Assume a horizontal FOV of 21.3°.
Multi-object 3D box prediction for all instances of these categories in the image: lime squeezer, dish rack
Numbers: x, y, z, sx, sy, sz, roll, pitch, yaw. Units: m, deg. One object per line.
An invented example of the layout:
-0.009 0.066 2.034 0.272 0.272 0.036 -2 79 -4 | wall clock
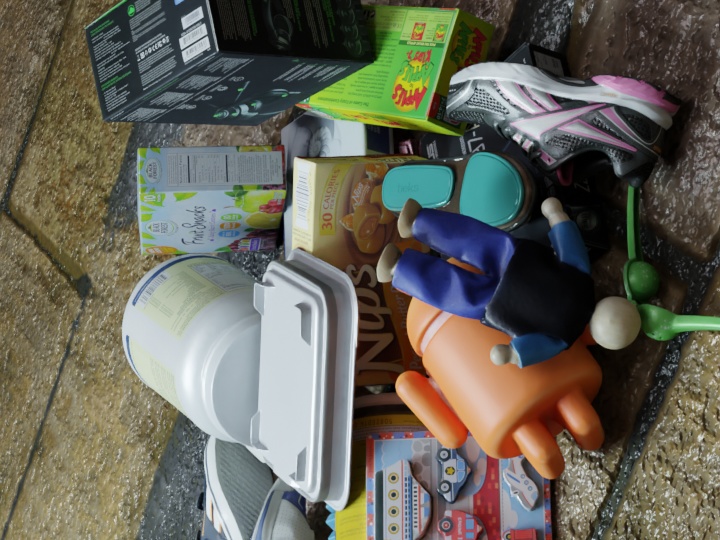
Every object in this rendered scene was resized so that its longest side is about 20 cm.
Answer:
0.228 0.008 1.454 0.071 0.038 0.200 -60 36 24 | lime squeezer
-0.053 0.091 1.617 0.172 0.043 0.201 -154 63 -64 | dish rack

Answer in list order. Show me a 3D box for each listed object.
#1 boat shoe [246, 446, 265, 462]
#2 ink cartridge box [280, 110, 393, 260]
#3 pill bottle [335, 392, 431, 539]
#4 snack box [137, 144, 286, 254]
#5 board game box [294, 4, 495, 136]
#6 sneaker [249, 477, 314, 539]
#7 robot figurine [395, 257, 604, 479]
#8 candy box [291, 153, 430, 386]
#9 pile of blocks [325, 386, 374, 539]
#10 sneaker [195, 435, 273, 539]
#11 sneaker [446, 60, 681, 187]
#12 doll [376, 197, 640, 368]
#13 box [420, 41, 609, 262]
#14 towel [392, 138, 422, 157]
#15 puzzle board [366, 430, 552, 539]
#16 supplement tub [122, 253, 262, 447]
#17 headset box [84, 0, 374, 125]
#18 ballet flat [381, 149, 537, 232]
-0.086 0.153 1.852 0.200 0.065 0.072 45 116 53 | boat shoe
-0.037 -0.061 1.837 0.200 0.040 0.201 -33 53 49 | ink cartridge box
0.034 0.211 1.609 0.112 0.112 0.201 -26 58 50 | pill bottle
-0.148 -0.068 1.881 0.200 0.141 0.053 108 161 -73 | snack box
0.027 -0.184 1.719 0.200 0.047 0.102 13 86 52 | board game box
-0.054 0.292 1.739 0.200 0.115 0.081 -80 10 -52 | sneaker
0.111 0.068 1.508 0.200 0.116 0.144 55 128 24 | robot figurine
0.000 0.000 1.685 0.055 0.115 0.201 -154 65 -65 | candy box
-0.013 0.202 1.711 0.062 0.082 0.201 -29 56 48 | pile of blocks
-0.126 0.251 1.869 0.079 0.078 0.201 -42 48 34 | sneaker
0.151 -0.113 1.522 0.199 0.080 0.087 9 81 36 | sneaker
0.119 0.006 1.445 0.048 0.199 0.137 71 -136 -72 | doll
0.127 -0.067 1.627 0.160 0.043 0.201 -40 48 42 | box
0.004 -0.021 1.819 0.144 0.023 0.201 -7 73 56 | towel
0.079 0.225 1.529 0.017 0.150 0.201 69 -160 -69 | puzzle board
-0.125 0.075 1.792 0.200 0.144 0.146 29 103 57 | supplement tub
-0.111 -0.201 1.705 0.174 0.199 0.093 -23 75 45 | headset box
0.098 -0.065 1.566 0.200 0.068 0.068 12 91 56 | ballet flat
